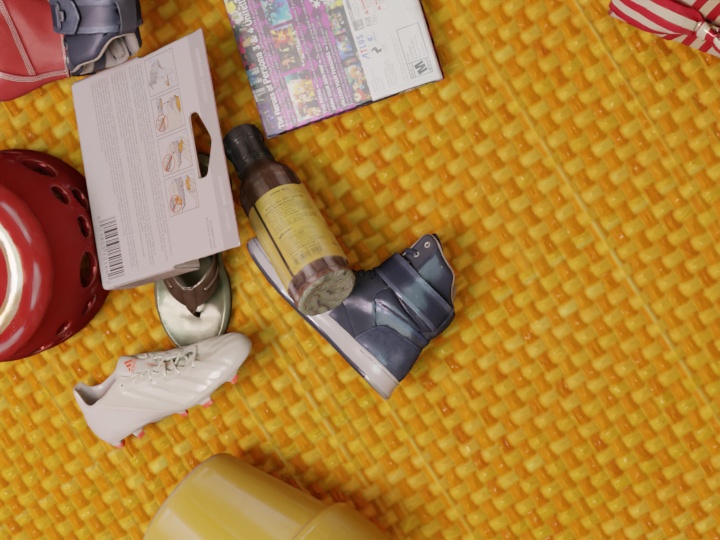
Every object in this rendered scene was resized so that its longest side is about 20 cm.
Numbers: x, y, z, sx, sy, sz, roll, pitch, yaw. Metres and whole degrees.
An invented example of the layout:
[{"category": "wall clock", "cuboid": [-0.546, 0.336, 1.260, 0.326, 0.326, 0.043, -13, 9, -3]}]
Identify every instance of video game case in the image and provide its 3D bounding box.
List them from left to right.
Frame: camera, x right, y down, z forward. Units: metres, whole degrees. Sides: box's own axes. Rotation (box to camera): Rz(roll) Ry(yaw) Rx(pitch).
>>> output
[{"category": "video game case", "cuboid": [-0.034, -0.247, 1.210, 0.179, 0.036, 0.203, -18, 95, 9]}]

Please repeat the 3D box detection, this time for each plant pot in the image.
[{"category": "plant pot", "cuboid": [-0.346, -0.010, 1.209, 0.197, 0.183, 0.204, 1, 97, 4]}, {"category": "plant pot", "cuboid": [-0.098, 0.281, 1.222, 0.188, 0.200, 0.202, 36, 101, 17]}]

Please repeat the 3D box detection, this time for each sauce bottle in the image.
[{"category": "sauce bottle", "cuboid": [-0.072, -0.053, 1.188, 0.064, 0.065, 0.201, -35, 61, 10]}]

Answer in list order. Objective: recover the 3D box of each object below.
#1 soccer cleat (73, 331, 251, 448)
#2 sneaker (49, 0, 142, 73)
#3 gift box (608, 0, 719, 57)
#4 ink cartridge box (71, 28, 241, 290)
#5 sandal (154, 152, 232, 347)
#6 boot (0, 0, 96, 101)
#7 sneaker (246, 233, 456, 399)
[{"category": "soccer cleat", "cuboid": [-0.194, 0.105, 1.246, 0.198, 0.070, 0.078, -29, 111, 23]}, {"category": "sneaker", "cuboid": [-0.270, -0.255, 1.157, 0.201, 0.076, 0.148, 18, 124, 43]}, {"category": "gift box", "cuboid": [0.324, -0.268, 1.096, 0.182, 0.200, 0.189, 21, 84, 7]}, {"category": "ink cartridge box", "cuboid": [-0.181, -0.099, 1.191, 0.174, 0.044, 0.203, -15, 82, 33]}, {"category": "sandal", "cuboid": [-0.166, -0.011, 1.238, 0.078, 0.057, 0.204, 7, 112, 8]}, {"category": "boot", "cuboid": [-0.325, -0.268, 1.235, 0.142, 0.072, 0.203, -19, 83, -11]}, {"category": "sneaker", "cuboid": [0.001, 0.001, 1.225, 0.202, 0.077, 0.146, 42, 88, 13]}]
